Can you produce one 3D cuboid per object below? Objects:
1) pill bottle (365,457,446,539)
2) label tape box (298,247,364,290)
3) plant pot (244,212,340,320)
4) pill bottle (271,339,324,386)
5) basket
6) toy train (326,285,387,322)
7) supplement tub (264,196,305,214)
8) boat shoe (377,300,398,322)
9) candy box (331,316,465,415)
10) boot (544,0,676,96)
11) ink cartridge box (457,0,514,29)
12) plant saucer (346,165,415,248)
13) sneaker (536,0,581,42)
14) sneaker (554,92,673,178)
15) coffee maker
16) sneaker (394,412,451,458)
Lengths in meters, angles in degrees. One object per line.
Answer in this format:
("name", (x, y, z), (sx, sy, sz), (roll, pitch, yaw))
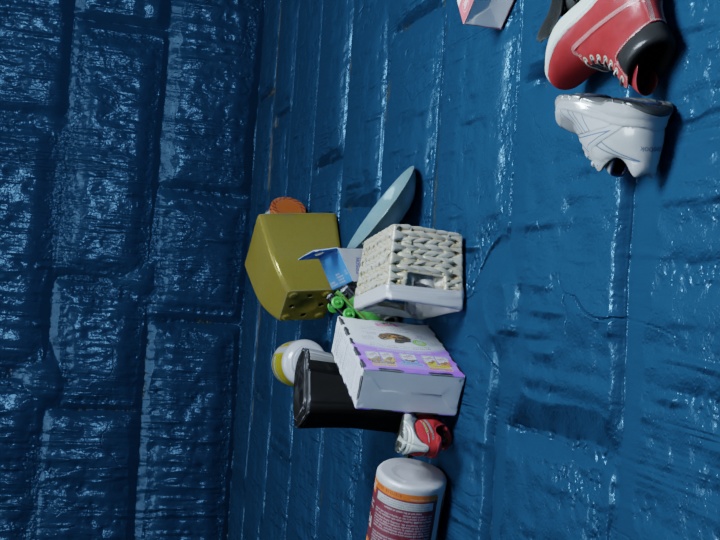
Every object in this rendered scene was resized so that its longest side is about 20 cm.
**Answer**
("pill bottle", (0.068, 0.412, 1.625), (0.114, 0.113, 0.202), (-134, 50, -69))
("label tape box", (0.000, 0.000, 1.818), (0.143, 0.198, 0.067), (156, 112, -72))
("plant pot", (-0.147, 0.005, 2.390), (0.195, 0.194, 0.201), (112, 150, -47))
("pill bottle", (-0.142, 0.221, 2.440), (0.200, 0.110, 0.113), (159, 115, -74))
("basket", (0.079, 0.005, 1.663), (0.200, 0.134, 0.125), (157, 120, -73))
("toy train", (0.023, 0.105, 1.778), (0.056, 0.200, 0.042), (-44, -2, -22))
("supplement tub", (-0.212, -0.090, 2.757), (0.123, 0.121, 0.201), (-104, 23, -49))
("boat shoe", (0.024, 0.157, 1.927), (0.071, 0.071, 0.202), (-111, 31, -66))
("candy box", (0.055, 0.150, 1.639), (0.200, 0.166, 0.072), (-121, 40, -66))
("boot", (0.274, -0.231, 1.139), (0.200, 0.072, 0.146), (127, 143, -57))
("ink cartridge box", (0.182, -0.473, 1.528), (0.117, 0.067, 0.201), (113, 156, -49))
("plant saucer", (0.048, -0.100, 1.864), (0.201, 0.039, 0.201), (-50, 8, 10))
("sneaker", (0.265, -0.366, 1.210), (0.104, 0.059, 0.202), (-121, 43, -76))
("sneaker", (0.268, -0.152, 1.133), (0.200, 0.074, 0.088), (-136, 47, -71))
("coffee maker", (-0.013, 0.232, 1.806), (0.193, 0.198, 0.135), (-103, 23, -47))
("sneaker", (0.103, 0.257, 1.617), (0.200, 0.084, 0.078), (-50, -24, -79))
